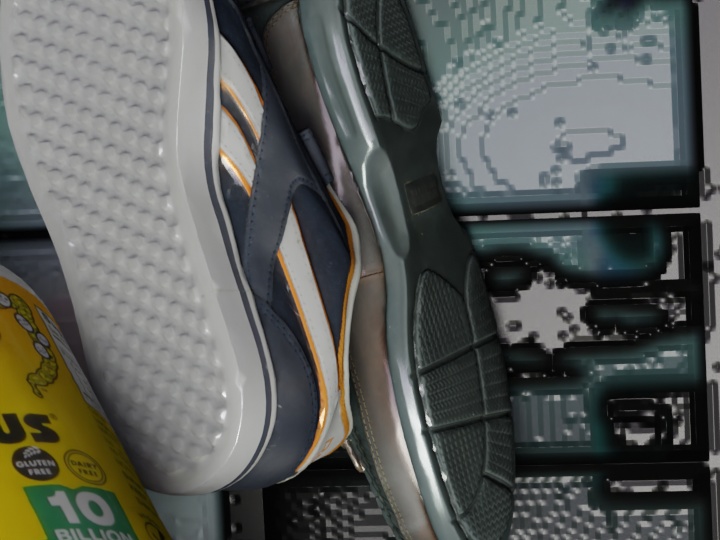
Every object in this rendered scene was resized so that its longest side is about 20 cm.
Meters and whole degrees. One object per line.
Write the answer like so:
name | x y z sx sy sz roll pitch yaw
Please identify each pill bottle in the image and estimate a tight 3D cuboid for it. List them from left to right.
pill bottle | -0.123 0.064 0.768 0.113 0.113 0.200 -43 48 11

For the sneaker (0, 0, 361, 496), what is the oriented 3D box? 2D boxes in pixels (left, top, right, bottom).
sneaker | -0.053 -0.029 0.828 0.078 0.079 0.201 -19 77 33

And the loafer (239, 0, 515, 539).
loafer | 0.000 0.000 0.878 0.063 0.072 0.201 -14 87 29
